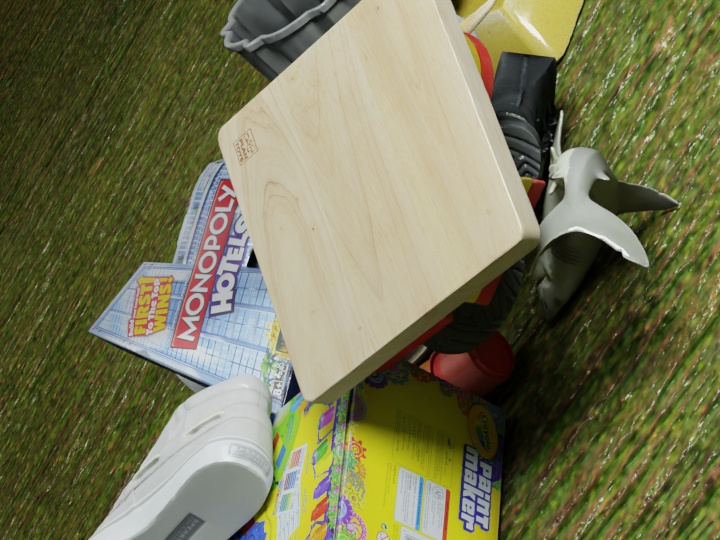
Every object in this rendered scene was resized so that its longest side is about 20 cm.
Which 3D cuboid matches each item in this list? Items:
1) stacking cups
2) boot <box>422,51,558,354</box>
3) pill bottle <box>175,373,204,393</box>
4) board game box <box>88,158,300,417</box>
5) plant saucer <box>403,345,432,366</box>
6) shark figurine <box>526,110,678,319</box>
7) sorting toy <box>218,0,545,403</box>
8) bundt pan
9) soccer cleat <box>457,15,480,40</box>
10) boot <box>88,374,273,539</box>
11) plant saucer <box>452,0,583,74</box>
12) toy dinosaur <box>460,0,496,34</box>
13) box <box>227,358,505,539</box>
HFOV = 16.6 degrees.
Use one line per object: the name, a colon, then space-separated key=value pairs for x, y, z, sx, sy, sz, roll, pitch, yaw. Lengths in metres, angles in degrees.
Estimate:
stacking cups: x=0.028 y=0.097 z=1.676 sx=0.200 sy=0.060 sz=0.061 roll=-42 pitch=30 yaw=38
boot: x=0.087 y=-0.050 z=1.647 sx=0.200 sy=0.065 sz=0.165 roll=-76 pitch=7 yaw=-70
pill bottle: x=-0.057 y=0.010 z=1.880 sx=0.200 sy=0.116 sz=0.116 roll=-57 pitch=23 yaw=12
board game box: x=-0.091 y=0.010 z=1.750 sx=0.199 sy=0.062 sz=0.201 roll=3 pitch=72 yaw=37
plant saucer: x=0.000 y=0.000 z=1.748 sx=0.199 sy=0.029 sz=0.201 roll=-14 pitch=65 yaw=31
shark figurine: x=0.152 y=-0.041 z=1.514 sx=0.214 sy=0.089 sz=0.129 roll=84 pitch=-163 yaw=-82
sorting toy: x=0.023 y=-0.050 z=1.508 sx=0.199 sy=0.069 sz=0.201 roll=-39 pitch=59 yaw=35
bundt pan: x=-0.006 y=-0.209 z=1.871 sx=0.202 sy=0.076 sz=0.202 roll=-34 pitch=23 yaw=16
soccer cleat: x=0.034 y=-0.084 z=1.685 sx=0.069 sy=0.077 sz=0.201 roll=3 pitch=73 yaw=38
boot: x=-0.123 y=0.152 z=1.628 sx=0.200 sy=0.073 sz=0.096 roll=-40 pitch=25 yaw=30
plant saucer: x=0.115 y=-0.238 z=1.874 sx=0.200 sy=0.048 sz=0.201 roll=-9 pitch=57 yaw=62
toy dinosaur: x=0.022 y=-0.105 z=1.604 sx=0.200 sy=0.058 sz=0.102 roll=-35 pitch=61 yaw=48
box: x=-0.014 y=0.189 z=1.579 sx=0.193 sy=0.122 sz=0.201 roll=-41 pitch=31 yaw=42
